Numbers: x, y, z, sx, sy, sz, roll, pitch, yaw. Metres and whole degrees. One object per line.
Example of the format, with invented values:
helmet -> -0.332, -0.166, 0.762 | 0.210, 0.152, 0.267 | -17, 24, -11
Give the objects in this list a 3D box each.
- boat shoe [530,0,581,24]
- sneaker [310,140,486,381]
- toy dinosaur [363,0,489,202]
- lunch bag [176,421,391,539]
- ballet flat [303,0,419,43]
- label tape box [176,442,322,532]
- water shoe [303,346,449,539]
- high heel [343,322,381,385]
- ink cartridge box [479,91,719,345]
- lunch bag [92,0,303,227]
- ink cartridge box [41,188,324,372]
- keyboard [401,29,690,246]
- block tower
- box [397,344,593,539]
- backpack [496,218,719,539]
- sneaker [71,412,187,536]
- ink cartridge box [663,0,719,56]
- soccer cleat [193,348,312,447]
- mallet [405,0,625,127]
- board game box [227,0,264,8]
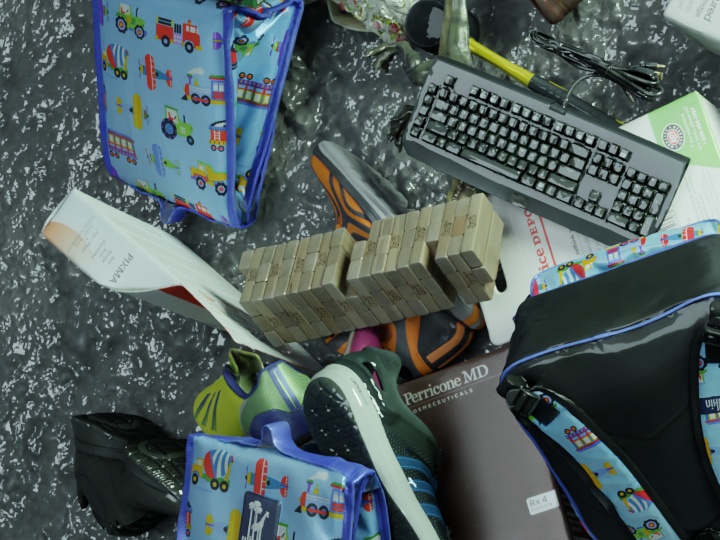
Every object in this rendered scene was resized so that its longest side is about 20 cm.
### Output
boat shoe -> 0.096, -0.263, 1.369 | 0.070, 0.070, 0.200 | -50, 61, 9
sneaker -> 0.000, 0.000, 1.374 | 0.112, 0.077, 0.200 | -44, 63, 15
toy dinosaur -> 0.053, -0.135, 1.327 | 0.088, 0.047, 0.201 | -11, 81, 33
lunch bag -> -0.049, 0.200, 1.242 | 0.150, 0.094, 0.201 | 9, 106, 38
ballet flat -> -0.027, -0.231, 1.441 | 0.200, 0.075, 0.064 | 34, 132, 35
label tape box -> -0.026, 0.209, 1.360 | 0.200, 0.063, 0.145 | -34, 67, 21
water shoe -> 0.034, 0.147, 1.239 | 0.071, 0.079, 0.201 | -13, 103, 48
high heel -> 0.026, 0.135, 1.310 | 0.095, 0.067, 0.201 | 4, 83, -1
ink cartridge box -> 0.176, -0.027, 1.283 | 0.199, 0.067, 0.118 | -24, 69, 24
lunch bag -> -0.141, -0.132, 1.459 | 0.150, 0.094, 0.201 | 21, 112, 33
ink cartridge box -> -0.131, 0.027, 1.397 | 0.200, 0.162, 0.050 | 42, 97, 28
keyboard -> 0.134, -0.103, 1.255 | 0.199, 0.021, 0.128 | 25, 92, 21
block tower -> 0.006, 0.003, 1.295 | 0.199, 0.054, 0.058 | -12, 45, 29
box -> 0.104, 0.163, 1.285 | 0.100, 0.075, 0.201 | -22, 69, 19
backpack -> 0.206, 0.091, 1.196 | 0.182, 0.135, 0.201 | -21, 115, 22
sneaker -> -0.169, 0.171, 1.431 | 0.200, 0.076, 0.091 | 16, 102, 60
ink cartridge box -> 0.328, -0.186, 1.213 | 0.199, 0.084, 0.147 | 30, 96, 31
soccer cleat -> -0.082, 0.091, 1.365 | 0.084, 0.065, 0.200 | 64, 159, -11
mallet -> 0.126, -0.144, 1.357 | 0.199, 0.066, 0.041 | 32, 103, 15
board game box -> -0.076, -0.276, 1.419 | 0.134, 0.200, 0.029 | 18, 135, 32
